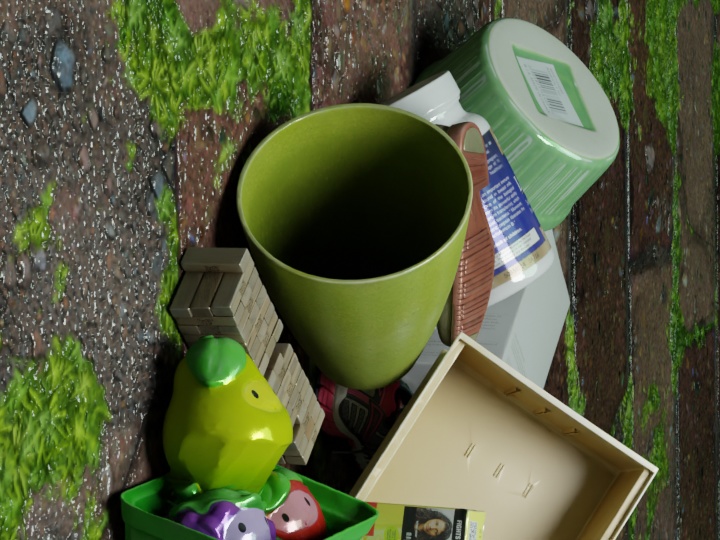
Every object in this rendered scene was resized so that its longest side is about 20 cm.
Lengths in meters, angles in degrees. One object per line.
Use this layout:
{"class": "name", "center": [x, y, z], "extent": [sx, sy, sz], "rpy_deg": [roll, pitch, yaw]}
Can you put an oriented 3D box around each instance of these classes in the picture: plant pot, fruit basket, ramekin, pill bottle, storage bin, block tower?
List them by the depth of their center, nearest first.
{"class": "fruit basket", "center": [-0.084, 0.158, 1.515], "extent": [0.216, 0.155, 0.217], "rpy_deg": [-52, 153, -40]}
{"class": "block tower", "center": [-0.087, 0.069, 1.593], "extent": [0.201, 0.054, 0.058], "rpy_deg": [68, 32, -42]}
{"class": "plant pot", "center": [0.000, 0.000, 1.674], "extent": [0.201, 0.186, 0.188], "rpy_deg": [85, 19, -51]}
{"class": "storage bin", "center": [0.105, 0.194, 1.716], "extent": [0.199, 0.199, 0.094], "rpy_deg": [-56, -178, -9]}
{"class": "pill bottle", "center": [0.083, -0.071, 1.851], "extent": [0.201, 0.115, 0.116], "rpy_deg": [62, 30, -8]}
{"class": "ramekin", "center": [0.156, -0.146, 1.968], "extent": [0.199, 0.098, 0.201], "rpy_deg": [29, 38, -26]}

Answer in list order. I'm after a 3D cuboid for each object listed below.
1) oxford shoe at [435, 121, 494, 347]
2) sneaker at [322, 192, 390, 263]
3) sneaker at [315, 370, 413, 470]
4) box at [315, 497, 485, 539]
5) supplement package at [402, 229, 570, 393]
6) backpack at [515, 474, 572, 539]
{"class": "oxford shoe", "center": [0.071, -0.029, 1.777], "extent": [0.071, 0.073, 0.202], "rpy_deg": [-17, 107, -62]}
{"class": "sneaker", "center": [0.007, -0.020, 1.814], "extent": [0.201, 0.074, 0.087], "rpy_deg": [64, 15, -46]}
{"class": "sneaker", "center": [0.026, 0.138, 1.837], "extent": [0.200, 0.074, 0.081], "rpy_deg": [38, 57, -63]}
{"class": "box", "center": [-0.004, 0.217, 1.612], "extent": [0.050, 0.199, 0.076], "rpy_deg": [26, 68, -66]}
{"class": "supplement package", "center": [0.117, 0.059, 1.988], "extent": [0.120, 0.120, 0.201], "rpy_deg": [70, 31, -41]}
{"class": "backpack", "center": [0.158, 0.235, 1.847], "extent": [0.182, 0.134, 0.201], "rpy_deg": [35, 21, -51]}
